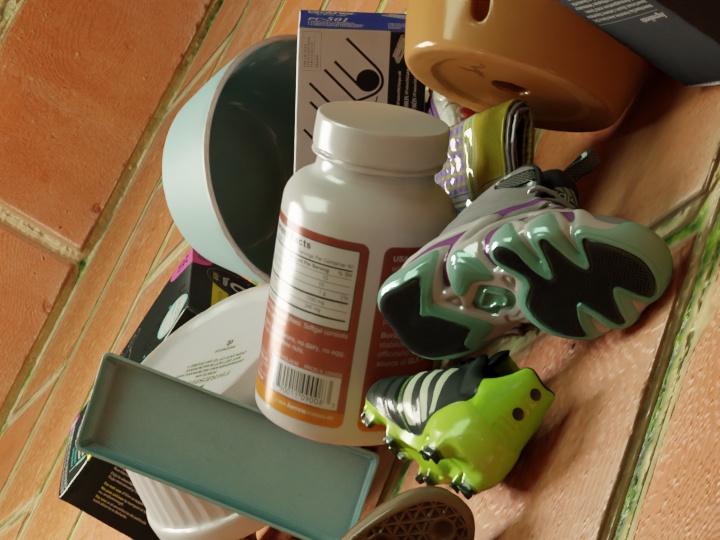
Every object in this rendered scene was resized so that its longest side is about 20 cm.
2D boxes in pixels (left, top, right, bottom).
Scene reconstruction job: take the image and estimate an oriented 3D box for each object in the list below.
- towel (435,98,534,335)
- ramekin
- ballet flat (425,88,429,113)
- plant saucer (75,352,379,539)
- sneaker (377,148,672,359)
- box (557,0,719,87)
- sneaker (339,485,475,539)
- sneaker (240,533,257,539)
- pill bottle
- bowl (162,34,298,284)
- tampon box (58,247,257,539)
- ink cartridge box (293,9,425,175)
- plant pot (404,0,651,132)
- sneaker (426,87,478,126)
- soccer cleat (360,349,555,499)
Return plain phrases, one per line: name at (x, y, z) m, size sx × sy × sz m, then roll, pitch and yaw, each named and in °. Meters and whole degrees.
towel at (0.063, -0.028, 1.336) m, size 0.200 × 0.023 × 0.144 m, roll 170°, pitch 102°, yaw -69°
ramekin at (-0.085, 0.094, 1.461) m, size 0.202 × 0.094 × 0.203 m, roll -30°, pitch 21°, yaw 13°
ballet flat at (0.051, -0.107, 1.624) m, size 0.068 × 0.062 × 0.200 m, roll -52°, pitch 14°, yaw 29°
plant saucer at (-0.087, 0.118, 1.358) m, size 0.019 × 0.199 × 0.070 m, roll -4°, pitch -66°, yaw -77°
sneaker at (0.111, -0.025, 1.165) m, size 0.199 × 0.078 × 0.140 m, roll -9°, pitch 30°, yaw 45°
box at (0.159, -0.214, 1.141) m, size 0.148 × 0.200 × 0.104 m, roll -59°, pitch 14°, yaw -8°
sneaker at (-0.007, 0.186, 1.162) m, size 0.200 × 0.070 × 0.076 m, roll -54°, pitch 13°, yaw 20°
sneaker at (-0.114, 0.217, 1.478) m, size 0.088 × 0.081 × 0.200 m, roll -57°, pitch 13°, yaw 17°
pill bottle at (0.000, 0.000, 1.313) m, size 0.112 × 0.112 × 0.201 m, roll -101°, pitch 20°, yaw -72°
bowl at (-0.076, -0.076, 1.616) m, size 0.105 × 0.201 × 0.201 m, roll -7°, pitch 49°, yaw 46°
tampon box at (-0.143, 0.112, 1.724) m, size 0.200 × 0.126 × 0.150 m, roll -56°, pitch 14°, yaw 14°
ink cartridge box at (-0.001, -0.086, 1.504) m, size 0.044 × 0.093 × 0.201 m, roll -90°, pitch 3°, yaw -66°
plant pot at (0.111, -0.174, 1.281) m, size 0.200 × 0.199 × 0.141 m, roll 165°, pitch 123°, yaw -72°
sneaker at (0.069, -0.077, 1.463) m, size 0.084 × 0.080 × 0.200 m, roll -59°, pitch 12°, yaw 26°
soccer cleat at (0.057, 0.083, 1.194) m, size 0.081 × 0.068 × 0.200 m, roll -44°, pitch 12°, yaw -10°
